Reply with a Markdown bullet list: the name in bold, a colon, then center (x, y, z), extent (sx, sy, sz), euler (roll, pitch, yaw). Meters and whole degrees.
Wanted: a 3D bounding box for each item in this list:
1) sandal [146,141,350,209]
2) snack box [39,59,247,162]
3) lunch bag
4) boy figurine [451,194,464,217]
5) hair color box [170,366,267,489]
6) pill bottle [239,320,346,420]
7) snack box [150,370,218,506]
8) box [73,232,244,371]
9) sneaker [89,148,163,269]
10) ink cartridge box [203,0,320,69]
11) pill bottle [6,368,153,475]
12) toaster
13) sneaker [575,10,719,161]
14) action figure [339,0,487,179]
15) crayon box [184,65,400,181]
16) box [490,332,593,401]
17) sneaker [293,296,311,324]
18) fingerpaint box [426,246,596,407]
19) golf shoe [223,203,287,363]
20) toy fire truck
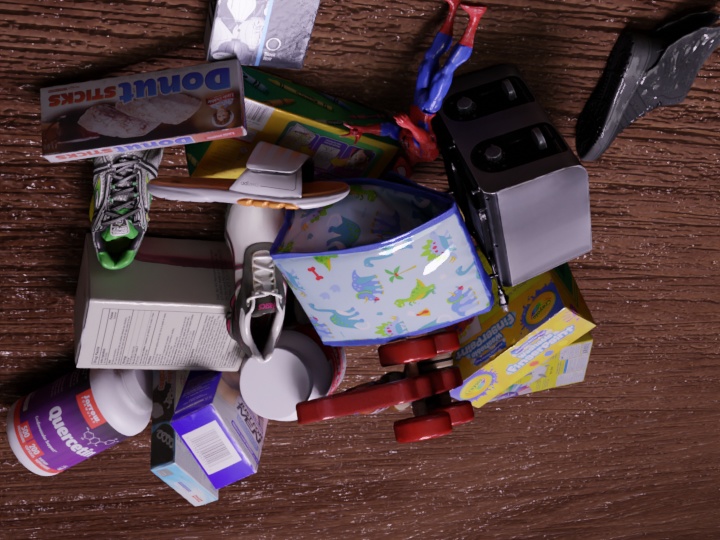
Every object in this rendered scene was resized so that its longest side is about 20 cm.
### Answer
- **sandal**: center (-0.113, -0.099, 0.990), extent (0.206, 0.079, 0.059), euler (3, 105, 0)
- **snack box**: center (-0.211, -0.154, 0.960), extent (0.199, 0.072, 0.024), euler (-7, 166, 5)
- **lunch bag**: center (0.030, -0.012, 1.061), extent (0.199, 0.128, 0.170), euler (-2, 142, 24)
- **boy figurine**: center (0.095, -0.012, 1.239), extent (0.200, 0.064, 0.124), euler (-55, 158, 18)
- **hair color box**: center (-0.170, 0.170, 1.258), extent (0.065, 0.200, 0.110), euler (-25, 110, 11)
- **pill bottle**: center (-0.086, 0.126, 1.249), extent (0.112, 0.113, 0.200), euler (-23, 180, 9)
- **snack box**: center (-0.226, 0.187, 1.278), extent (0.037, 0.201, 0.116), euler (-17, 141, 12)
- **box**: center (-0.232, 0.040, 1.176), extent (0.199, 0.109, 0.128), euler (4, 137, -22)
- **sneaker**: center (-0.247, -0.082, 1.047), extent (0.078, 0.085, 0.200), euler (-1, 138, -16)
- **ink cartridge box**: center (-0.081, -0.278, 0.910), extent (0.099, 0.039, 0.200), euler (1, 137, -18)
- **pill bottle**: center (-0.356, 0.183, 1.301), extent (0.199, 0.113, 0.112), euler (-28, 139, 14)
- **toaster**: center (0.163, -0.096, 1.085), extent (0.118, 0.181, 0.200), euler (-21, 140, -1)
- **sneaker**: center (0.324, -0.201, 1.113), extent (0.104, 0.060, 0.200), euler (3, 134, -14)
- **action figure**: center (0.049, -0.180, 0.998), extent (0.099, 0.065, 0.201), euler (-6, 124, -34)
- **crayon box**: center (-0.073, -0.134, 1.064), extent (0.199, 0.058, 0.119), euler (14, 133, -31)
- **box**: center (0.244, 0.141, 1.500), extent (0.199, 0.048, 0.118), euler (-12, 141, -8)
- **sneaker**: center (0.000, 0.000, 1.243), extent (0.099, 0.070, 0.200), euler (8, 141, -32)
- **fingerpaint box**: center (0.182, 0.052, 1.280), extent (0.073, 0.167, 0.200), euler (25, 125, -39)
- **golf shoe**: center (-0.103, 0.002, 1.070), extent (0.077, 0.088, 0.201), euler (-5, 115, -17)
- **toy fire truck**: center (0.034, 0.143, 1.172), extent (0.167, 0.113, 0.200), euler (-13, 176, 24)
